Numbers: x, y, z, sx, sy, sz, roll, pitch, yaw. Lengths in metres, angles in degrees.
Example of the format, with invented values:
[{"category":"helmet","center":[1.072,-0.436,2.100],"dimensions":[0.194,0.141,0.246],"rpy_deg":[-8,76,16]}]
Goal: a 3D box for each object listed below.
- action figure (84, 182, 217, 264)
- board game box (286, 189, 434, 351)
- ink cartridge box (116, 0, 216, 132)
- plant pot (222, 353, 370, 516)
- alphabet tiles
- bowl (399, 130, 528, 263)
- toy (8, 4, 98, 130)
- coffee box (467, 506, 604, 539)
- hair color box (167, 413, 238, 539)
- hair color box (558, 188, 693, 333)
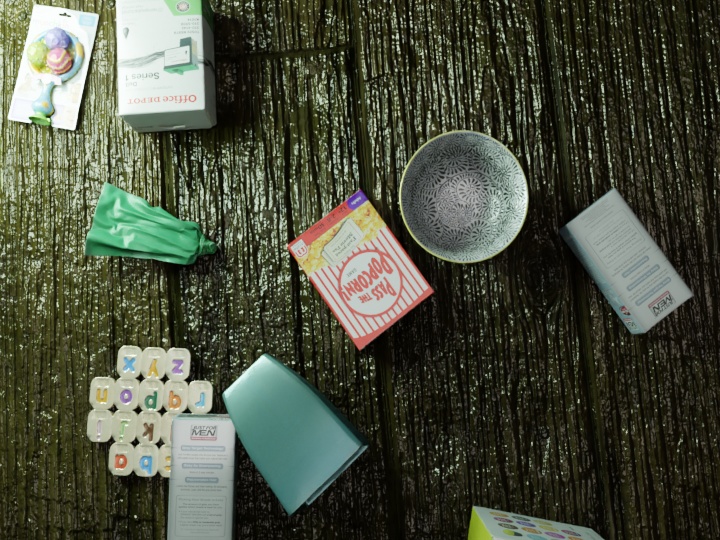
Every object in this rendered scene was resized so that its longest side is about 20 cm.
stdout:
[{"category":"action figure","center":[-0.326,-0.056,1.202],"dimensions":[0.195,0.055,0.121],"rpy_deg":[14,82,-5]},{"category":"board game box","center":[0.000,0.000,1.195],"dimensions":[0.150,0.046,0.202],"rpy_deg":[-37,85,-3]},{"category":"ink cartridge box","center":[-0.312,-0.338,1.218],"dimensions":[0.142,0.084,0.206],"rpy_deg":[-4,83,1]},{"category":"plant pot","center":[-0.104,0.232,1.127],"dimensions":[0.141,0.141,0.201],"rpy_deg":[-41,77,-4]},{"category":"alphabet tiles","center":[-0.331,0.222,1.189],"dimensions":[0.194,0.015,0.201],"rpy_deg":[2,83,1]},{"category":"bowl","center":[0.157,-0.107,1.182],"dimensions":[0.195,0.094,0.206],"rpy_deg":[0,84,1]},{"category":"toy","center":[-0.510,-0.342,1.239],"dimensions":[0.112,0.047,0.205],"rpy_deg":[9,84,0]},{"category":"coffee box","center":[0.246,0.471,1.062],"dimensions":[0.193,0.200,0.205],"rpy_deg":[10,84,3]},{"category":"hair color box","center":[-0.238,0.324,1.144],"dimensions":[0.096,0.061,0.206],"rpy_deg":[2,89,-4]},{"category":"hair color box","center":[0.412,-0.013,1.178],"dimensions":[0.098,0.061,0.202],"rpy_deg":[-34,84,-3]}]
